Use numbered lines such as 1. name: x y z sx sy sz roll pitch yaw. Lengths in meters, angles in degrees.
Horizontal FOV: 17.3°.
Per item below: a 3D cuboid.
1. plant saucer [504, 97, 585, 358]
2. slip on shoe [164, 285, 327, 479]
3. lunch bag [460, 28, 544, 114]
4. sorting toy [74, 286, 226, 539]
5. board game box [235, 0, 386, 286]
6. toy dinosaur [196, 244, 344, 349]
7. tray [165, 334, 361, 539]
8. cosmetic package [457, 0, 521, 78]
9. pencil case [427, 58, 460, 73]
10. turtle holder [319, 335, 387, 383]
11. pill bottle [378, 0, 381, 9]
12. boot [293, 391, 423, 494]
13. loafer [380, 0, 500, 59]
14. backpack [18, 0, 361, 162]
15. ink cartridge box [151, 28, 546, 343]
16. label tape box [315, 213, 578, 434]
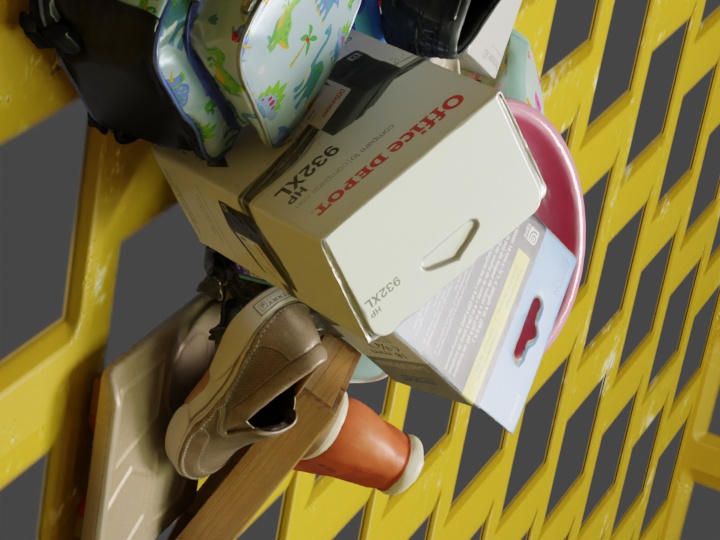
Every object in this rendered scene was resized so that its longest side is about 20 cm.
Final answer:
1. plant saucer: 0.087 -0.024 1.714 0.200 0.051 0.202 -6 98 -48
2. slip on shoe: -0.073 0.090 1.587 0.076 0.061 0.200 -29 159 -42
3. lunch bag: 0.101 -0.083 1.966 0.171 0.121 0.201 -82 -176 -56
4. sorting toy: -0.150 0.115 1.632 0.200 0.036 0.186 -49 153 -60
5. board game box: -0.041 -0.113 1.553 0.152 0.045 0.201 -41 130 -35
6. toy dinosaur: -0.078 -0.010 1.639 0.201 0.077 0.102 56 21 -20
7. tray: -0.076 0.141 1.703 0.200 0.037 0.099 -51 -174 25
8. cosmetic package: 0.092 -0.265 1.872 0.108 0.084 0.202 20 88 -74
9. pencil case: -0.005 -0.119 1.722 0.200 0.089 0.078 -49 135 -49
10. turtle holder: 0.001 0.011 1.761 0.185 0.131 0.142 -19 -99 63
11. pill bottle: 0.017 -0.235 1.632 0.112 0.112 0.201 -38 144 -59
12. boot: -0.017 0.136 1.837 0.075 0.107 0.200 -65 -166 -7
13. loafer: 0.092 -0.210 1.587 0.201 0.070 0.068 -49 149 -28
14. backpack: -0.077 -0.177 1.355 0.183 0.146 0.201 63 47 -68
15. ink cartridge box: -0.010 -0.060 1.415 0.145 0.200 0.084 -39 126 -17
16. label tape box: 0.052 0.000 1.591 0.200 0.063 0.145 43 61 -42
